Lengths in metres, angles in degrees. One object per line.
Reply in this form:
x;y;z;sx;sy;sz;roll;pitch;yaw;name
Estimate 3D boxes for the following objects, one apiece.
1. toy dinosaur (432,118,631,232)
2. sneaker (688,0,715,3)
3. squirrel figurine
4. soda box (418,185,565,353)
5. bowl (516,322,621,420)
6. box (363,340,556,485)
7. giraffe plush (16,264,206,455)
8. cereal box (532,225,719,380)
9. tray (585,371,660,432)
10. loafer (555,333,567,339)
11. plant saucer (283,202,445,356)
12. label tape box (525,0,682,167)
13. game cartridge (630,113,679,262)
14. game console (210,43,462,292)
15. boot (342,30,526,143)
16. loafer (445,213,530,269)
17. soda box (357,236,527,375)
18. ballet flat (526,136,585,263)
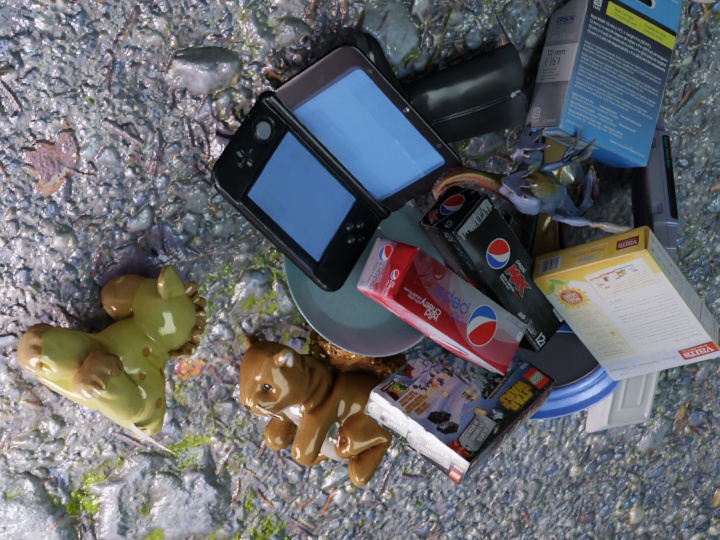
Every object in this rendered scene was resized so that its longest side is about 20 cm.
0.196;-0.097;1.611;0.181;0.198;0.106;45;49;-68;toy dinosaur
0.398;-0.393;1.630;0.074;0.090;0.202;3;113;-28;sneaker
-0.045;0.120;1.695;0.186;0.141;0.201;39;82;-28;squirrel figurine
0.151;-0.001;1.665;0.063;0.071;0.201;-47;121;-16;soda box
0.223;0.116;1.816;0.198;0.040;0.202;-2;143;-2;bowl
0.114;0.142;1.665;0.200;0.136;0.040;-34;152;-47;box
-0.236;0.072;1.542;0.199;0.172;0.163;31;76;-8;giraffe plush
0.302;0.041;1.662;0.143;0.040;0.200;-16;133;32;cereal box
0.362;0.127;1.962;0.106;0.022;0.202;-8;121;-25;tray
0.269;0.056;1.849;0.199;0.068;0.071;18;87;-30;loafer
0.000;0.000;1.636;0.199;0.039;0.204;8;71;-24;plant saucer
0.275;-0.233;1.668;0.142;0.066;0.202;18;81;-34;label tape box
0.339;-0.068;1.711;0.038;0.202;0.130;4;143;-1;game cartridge
-0.023;-0.101;1.529;0.200;0.116;0.177;44;66;-28;game console
0.083;-0.204;1.588;0.198;0.066;0.166;-15;136;-13;boot
0.115;-0.005;1.731;0.199;0.075;0.070;-30;113;-21;loafer
0.089;0.040;1.591;0.199;0.070;0.064;33;80;-39;soda box
0.231;-0.083;1.710;0.062;0.069;0.203;8;96;16;ballet flat
